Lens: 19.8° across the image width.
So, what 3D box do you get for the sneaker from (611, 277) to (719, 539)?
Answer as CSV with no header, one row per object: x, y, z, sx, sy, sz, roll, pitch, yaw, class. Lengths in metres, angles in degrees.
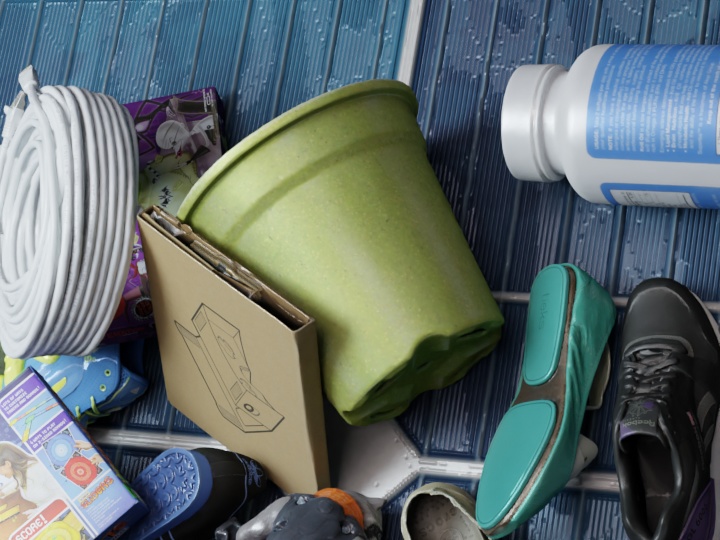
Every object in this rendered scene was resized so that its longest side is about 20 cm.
0.201,0.093,1.359,0.076,0.088,0.200,-11,69,23,sneaker

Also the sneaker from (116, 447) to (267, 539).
-0.153,0.185,1.516,0.200,0.078,0.070,-29,64,38,sneaker

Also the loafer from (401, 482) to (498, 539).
0.083,0.224,1.383,0.076,0.068,0.200,-43,61,7,loafer

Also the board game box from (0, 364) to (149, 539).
-0.268,0.182,1.458,0.200,0.034,0.135,-40,70,-5,board game box

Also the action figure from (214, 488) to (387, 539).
-0.026,0.219,1.391,0.200,0.194,0.105,24,129,14,action figure

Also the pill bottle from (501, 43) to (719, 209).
0.203,-0.100,1.409,0.200,0.112,0.112,4,75,26,pill bottle

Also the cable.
-0.218,-0.034,1.497,0.200,0.069,0.200,-139,60,-62,cable

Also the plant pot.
0.000,0.000,1.443,0.200,0.200,0.184,-35,73,11,plant pot

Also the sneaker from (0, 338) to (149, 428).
-0.227,0.097,1.571,0.105,0.076,0.200,18,81,29,sneaker

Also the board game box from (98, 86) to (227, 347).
-0.157,-0.043,1.581,0.120,0.032,0.200,-13,60,9,board game box

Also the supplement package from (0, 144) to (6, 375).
-0.320,0.002,1.627,0.114,0.110,0.200,14,80,29,supplement package

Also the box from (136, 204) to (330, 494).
-0.087,0.065,1.454,0.163,0.200,0.021,35,57,31,box

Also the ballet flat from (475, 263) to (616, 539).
0.136,0.094,1.397,0.067,0.070,0.200,-14,55,55,ballet flat
